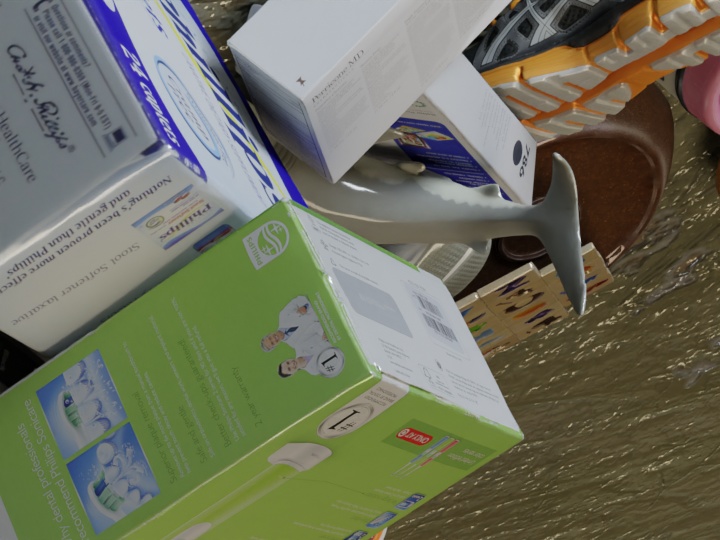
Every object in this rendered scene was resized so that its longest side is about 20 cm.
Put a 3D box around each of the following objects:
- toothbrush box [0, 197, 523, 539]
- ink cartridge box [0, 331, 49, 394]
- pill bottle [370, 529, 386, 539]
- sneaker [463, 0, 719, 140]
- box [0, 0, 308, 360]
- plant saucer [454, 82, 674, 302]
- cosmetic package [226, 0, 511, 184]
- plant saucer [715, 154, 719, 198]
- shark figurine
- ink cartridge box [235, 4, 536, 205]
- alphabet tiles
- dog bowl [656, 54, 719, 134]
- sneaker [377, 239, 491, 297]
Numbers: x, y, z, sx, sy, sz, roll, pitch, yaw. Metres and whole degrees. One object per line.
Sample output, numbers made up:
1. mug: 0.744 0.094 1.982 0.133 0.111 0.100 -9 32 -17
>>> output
1. toothbrush box: -0.058 0.073 0.958 0.200 0.086 0.146 -36 154 16
2. ink cartridge box: -0.217 0.050 1.076 0.198 0.043 0.200 4 158 26
3. pill bottle: -0.059 0.114 1.419 0.114 0.114 0.200 -29 154 2
4. sneaker: 0.113 -0.125 1.204 0.200 0.077 0.078 -23 155 33
5. box: -0.114 -0.057 0.975 0.105 0.184 0.200 -33 154 8
6. plant saucer: 0.095 -0.034 1.361 0.200 0.034 0.200 -19 144 -15
7. cosmetic package: 0.032 -0.138 1.049 0.200 0.051 0.083 -46 159 -12
8. plant saucer: 0.301 -0.102 1.462 0.200 0.037 0.200 -22 154 -12
9. shark figurine: 0.008 -0.020 1.156 0.214 0.090 0.128 16 169 6
10. ink cartridge box: 0.022 -0.073 1.185 0.099 0.039 0.200 9 165 23
11. alphabet tiles: 0.064 0.034 1.352 0.166 0.006 0.200 -29 168 5
12. dog bowl: 0.240 -0.147 1.282 0.200 0.074 0.200 -23 153 -12
13. sneaker: 0.000 0.000 1.271 0.070 0.080 0.200 -19 167 -32
